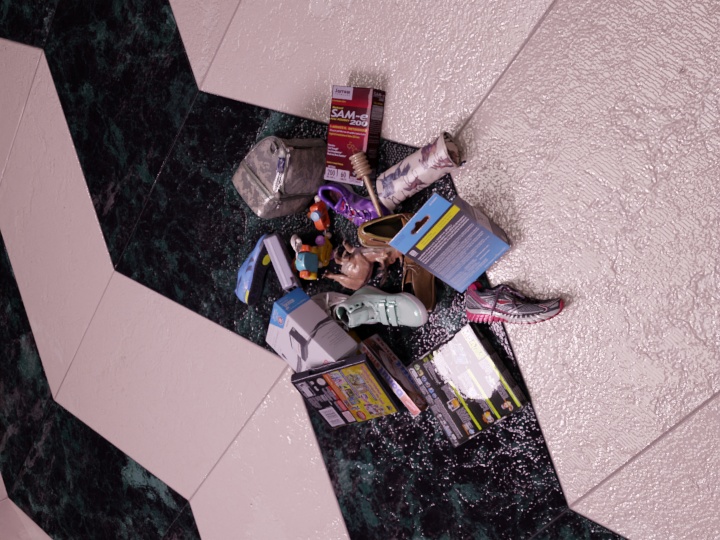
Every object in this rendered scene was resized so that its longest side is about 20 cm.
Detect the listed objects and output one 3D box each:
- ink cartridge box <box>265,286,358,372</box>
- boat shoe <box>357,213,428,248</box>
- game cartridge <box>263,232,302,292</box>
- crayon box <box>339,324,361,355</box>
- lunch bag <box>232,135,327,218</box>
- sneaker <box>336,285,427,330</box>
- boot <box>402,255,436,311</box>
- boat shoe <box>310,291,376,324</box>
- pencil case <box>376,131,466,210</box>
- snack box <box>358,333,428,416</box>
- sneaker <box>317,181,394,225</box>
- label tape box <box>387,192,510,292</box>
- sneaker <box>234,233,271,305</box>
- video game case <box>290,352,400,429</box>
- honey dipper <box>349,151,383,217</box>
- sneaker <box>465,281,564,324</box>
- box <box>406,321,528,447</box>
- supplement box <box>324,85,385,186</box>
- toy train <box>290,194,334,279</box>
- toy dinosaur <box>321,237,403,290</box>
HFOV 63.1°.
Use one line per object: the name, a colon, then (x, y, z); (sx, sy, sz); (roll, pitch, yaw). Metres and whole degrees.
ink cartridge box: (-0.114, 0.164, 1.333); (0.199, 0.083, 0.147); (41, 136, 20)
boat shoe: (0.092, -0.081, 1.197); (0.195, 0.068, 0.074); (-10, 80, -4)
game cartridge: (-0.180, -0.017, 1.372); (0.040, 0.200, 0.136); (-19, 84, -2)
crayon box: (-0.024, 0.236, 1.391); (0.201, 0.051, 0.126); (52, 120, 15)
lunch bag: (-0.167, -0.224, 1.317); (0.140, 0.199, 0.168); (49, 120, 15)
sneaker: (0.039, 0.095, 1.214); (0.198, 0.117, 0.075); (12, 122, 44)
boot: (0.119, -0.007, 1.245); (0.072, 0.075, 0.206); (-3, 95, 34)
boat shoe: (-0.055, 0.092, 1.359); (0.198, 0.086, 0.077); (9, 92, 30)
pencil case: (0.118, -0.202, 1.206); (0.198, 0.089, 0.079); (-30, 73, 35)
snack box: (0.078, 0.231, 1.312); (0.201, 0.071, 0.024); (49, 119, 16)
sneaker: (-0.015, -0.133, 1.303); (0.197, 0.083, 0.082); (28, 112, 23)
label tape box: (0.170, -0.065, 1.143); (0.198, 0.064, 0.144); (32, 121, -22)
sneaker: (-0.278, -0.012, 1.503); (0.078, 0.065, 0.204); (34, 115, 27)
video game case: (-0.029, 0.268, 1.285); (0.177, 0.026, 0.202); (-18, 131, 17)
honey dipper: (0.029, -0.150, 1.244); (0.037, 0.038, 0.204); (-18, 96, 33)
sneaker: (0.294, 0.063, 1.141); (0.196, 0.080, 0.077); (0, 96, 33)
box: (0.219, 0.240, 1.240); (0.193, 0.047, 0.202); (-41, 75, 28)
supplement box: (-0.014, -0.296, 1.289); (0.107, 0.060, 0.205); (13, 104, 29)
toy train: (-0.117, -0.069, 1.332); (0.054, 0.201, 0.153); (-4, 121, 26)
toy dinosaur: (0.000, 0.000, 1.324); (0.134, 0.087, 0.200); (31, 138, -14)
